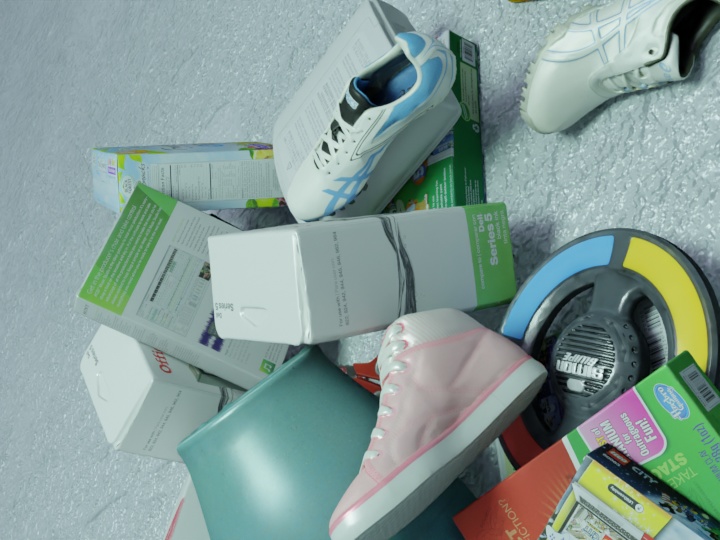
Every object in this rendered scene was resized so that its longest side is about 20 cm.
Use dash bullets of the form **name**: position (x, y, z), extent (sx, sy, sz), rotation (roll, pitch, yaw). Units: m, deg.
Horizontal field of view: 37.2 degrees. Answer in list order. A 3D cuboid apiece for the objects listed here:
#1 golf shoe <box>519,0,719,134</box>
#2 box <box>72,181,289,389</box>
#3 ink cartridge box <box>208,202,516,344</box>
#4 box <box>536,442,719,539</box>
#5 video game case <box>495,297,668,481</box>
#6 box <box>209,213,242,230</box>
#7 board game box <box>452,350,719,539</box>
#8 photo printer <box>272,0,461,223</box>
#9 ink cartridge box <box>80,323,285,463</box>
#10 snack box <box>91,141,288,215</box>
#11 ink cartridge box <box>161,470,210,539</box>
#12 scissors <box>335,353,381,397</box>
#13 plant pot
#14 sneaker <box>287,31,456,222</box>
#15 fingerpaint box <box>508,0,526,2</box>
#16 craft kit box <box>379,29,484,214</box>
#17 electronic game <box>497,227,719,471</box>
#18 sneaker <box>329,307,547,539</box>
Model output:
- **golf shoe**: position (0.207, -0.169, 0.830), extent (0.200, 0.078, 0.097), rotation (-49, 47, 28)
- **box**: position (-0.152, 0.017, 1.017), extent (0.036, 0.199, 0.145), rotation (-51, 15, 53)
- **ink cartridge box**: position (0.000, 0.000, 0.850), extent (0.145, 0.199, 0.084), rotation (-2, 96, 56)
- **box**: position (0.187, 0.215, 0.621), extent (0.200, 0.038, 0.137), rotation (36, 113, 26)
- **video game case**: position (0.174, 0.131, 0.775), extent (0.182, 0.022, 0.201), rotation (-32, 51, 40)
- **box**: position (-0.191, 0.051, 1.191), extent (0.201, 0.079, 0.141), rotation (-61, 8, 14)
- **board game box**: position (0.173, 0.170, 0.680), extent (0.200, 0.040, 0.153), rotation (-45, 72, 33)
- **photo printer**: position (-0.006, -0.134, 1.019), extent (0.200, 0.069, 0.167), rotation (-50, 43, 26)
- **ink cartridge box**: position (-0.157, 0.121, 1.057), extent (0.084, 0.199, 0.146), rotation (-59, 38, 14)
- **snack box**: position (-0.179, -0.103, 1.160), extent (0.169, 0.199, 0.068), rotation (-160, 66, -65)
- **ink cartridge box**: position (-0.140, 0.261, 0.956), extent (0.200, 0.084, 0.146), rotation (114, 173, -47)
- **scissors**: position (-0.005, 0.095, 1.034), extent (0.200, 0.014, 0.073), rotation (25, 96, 55)
- **plant pot**: position (-0.035, 0.169, 0.813), extent (0.200, 0.200, 0.188), rotation (-37, 89, 37)
- **sneaker**: position (-0.004, -0.122, 0.902), extent (0.200, 0.072, 0.072), rotation (-47, 48, 24)
- **fingerpaint box**: position (0.191, -0.347, 0.929), extent (0.167, 0.073, 0.201), rotation (13, 84, 54)
- **craft kit box**: position (0.035, -0.103, 1.047), extent (0.197, 0.048, 0.201), rotation (-29, 52, 46)
- **electronic game**: position (0.167, 0.067, 0.757), extent (0.200, 0.042, 0.201), rotation (-25, 57, 44)
- **sneaker**: position (0.029, 0.100, 0.732), extent (0.105, 0.200, 0.075), rotation (42, 149, 18)
